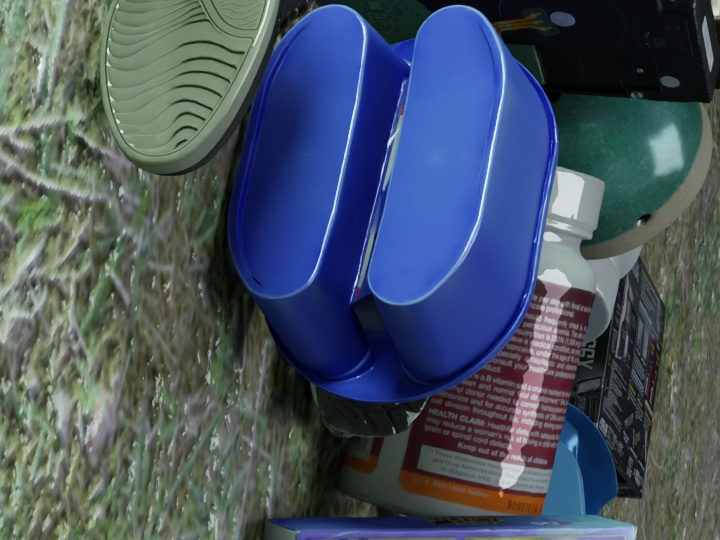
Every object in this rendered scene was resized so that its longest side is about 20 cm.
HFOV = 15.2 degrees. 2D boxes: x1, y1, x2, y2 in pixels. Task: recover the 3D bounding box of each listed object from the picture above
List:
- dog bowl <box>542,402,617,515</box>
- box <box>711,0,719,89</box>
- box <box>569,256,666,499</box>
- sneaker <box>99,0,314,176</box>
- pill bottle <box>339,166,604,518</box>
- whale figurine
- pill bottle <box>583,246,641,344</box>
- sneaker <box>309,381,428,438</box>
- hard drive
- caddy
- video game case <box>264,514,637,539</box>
[{"bbox_3d":[0.103,0.178,1.673,0.050,0.111,0.200,-33,-123,58],"label":"dog bowl"},{"bbox_3d":[0.112,-0.150,1.484,0.100,0.200,0.075,50,47,-66],"label":"box"},{"bbox_3d":[0.181,0.070,2.009,0.200,0.050,0.158,49,47,-66],"label":"box"},{"bbox_3d":[-0.052,-0.113,1.177,0.106,0.075,0.200,60,37,-57],"label":"sneaker"},{"bbox_3d":[0.065,0.037,1.480,0.114,0.114,0.200,14,90,-72],"label":"pill bottle"},{"bbox_3d":[0.120,-0.101,1.593,0.104,0.159,0.200,43,15,-48],"label":"whale figurine"},{"bbox_3d":[0.129,-0.057,1.709,0.114,0.114,0.200,72,28,-51],"label":"pill bottle"},{"bbox_3d":[0.000,0.000,1.429,0.089,0.077,0.200,133,-31,-66],"label":"sneaker"},{"bbox_3d":[0.077,-0.143,1.373,0.140,0.200,0.038,66,33,-56],"label":"hard drive"},{"bbox_3d":[0.018,-0.035,1.315,0.105,0.141,0.200,53,45,-58],"label":"caddy"},{"bbox_3d":[0.043,0.219,1.402,0.045,0.200,0.181,-168,-99,-64],"label":"video game case"}]
